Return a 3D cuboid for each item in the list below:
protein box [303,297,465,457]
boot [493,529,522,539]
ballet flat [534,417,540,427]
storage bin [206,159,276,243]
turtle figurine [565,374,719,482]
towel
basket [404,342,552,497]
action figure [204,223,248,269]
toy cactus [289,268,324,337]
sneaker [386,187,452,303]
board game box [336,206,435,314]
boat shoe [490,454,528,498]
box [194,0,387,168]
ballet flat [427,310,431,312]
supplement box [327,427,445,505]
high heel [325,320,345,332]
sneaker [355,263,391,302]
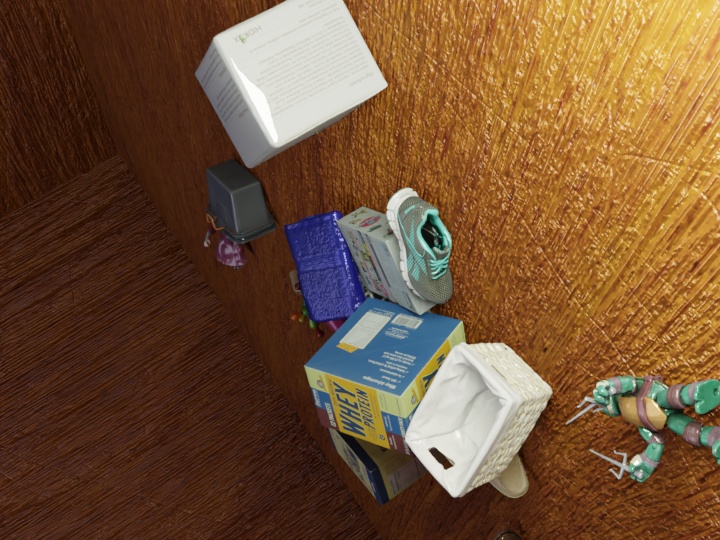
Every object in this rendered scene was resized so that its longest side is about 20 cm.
[{"bbox_3d":[0.050,0.173,1.542,0.198,0.200,0.136,13,132,33],"label":"protein box"},{"bbox_3d":[0.363,0.624,1.826,0.187,0.064,0.200,52,172,-31],"label":"boot"},{"bbox_3d":[0.224,0.220,1.495,0.066,0.057,0.200,35,171,-19],"label":"ballet flat"},{"bbox_3d":[-0.316,-0.177,2.270,0.200,0.145,0.135,40,146,46],"label":"storage bin"},{"bbox_3d":[0.324,0.164,1.043,0.150,0.101,0.200,48,152,-20],"label":"turtle figurine"},{"bbox_3d":[-0.061,-0.006,1.716,0.147,0.049,0.201,-9,97,44],"label":"towel"},{"bbox_3d":[0.180,0.219,1.384,0.136,0.123,0.201,46,124,35],"label":"basket"},{"bbox_3d":[-0.378,-0.109,2.691,0.149,0.133,0.201,-75,-13,-50],"label":"action figure"},{"bbox_3d":[-0.138,0.072,2.286,0.166,0.102,0.200,60,176,31],"label":"toy cactus"},{"bbox_3d":[0.104,-0.026,1.397,0.091,0.077,0.201,26,146,54],"label":"sneaker"},{"bbox_3d":[0.050,-0.021,1.582,0.200,0.064,0.148,25,143,60],"label":"board game box"},{"bbox_3d":[0.238,0.311,1.622,0.201,0.072,0.065,62,166,6],"label":"boat shoe"},{"bbox_3d":[-0.105,-0.277,1.327,0.172,0.199,0.199,62,163,-6],"label":"box"},{"bbox_3d":[0.135,0.145,1.665,0.062,0.067,0.201,-96,-11,-60],"label":"ballet flat"},{"bbox_3d":[0.060,0.355,1.990,0.200,0.199,0.135,43,158,42],"label":"supplement box"},{"bbox_3d":[-0.073,0.055,2.079,0.096,0.067,0.201,108,142,-83],"label":"high heel"},{"bbox_3d":[0.000,0.000,1.761,0.200,0.078,0.090,51,-156,16],"label":"sneaker"}]
